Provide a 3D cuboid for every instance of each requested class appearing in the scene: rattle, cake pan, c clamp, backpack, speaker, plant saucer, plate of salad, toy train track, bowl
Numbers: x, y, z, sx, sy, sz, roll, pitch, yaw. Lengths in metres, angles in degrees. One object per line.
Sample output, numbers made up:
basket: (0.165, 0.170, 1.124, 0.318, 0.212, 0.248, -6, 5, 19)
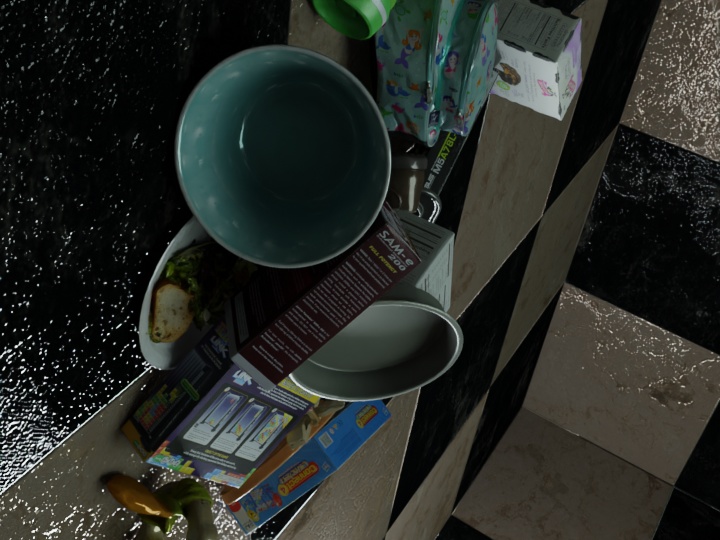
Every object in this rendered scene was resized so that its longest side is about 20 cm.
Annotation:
rattle: (-0.262, 0.328, 1.032, 0.200, 0.131, 0.142, -43, 157, 24)
cake pan: (0.013, 0.079, 0.997, 0.201, 0.197, 0.037, 87, -5, -53)
c clamp: (0.019, -0.075, 1.198, 0.201, 0.168, 0.027, 102, -11, -59)
backpack: (0.084, -0.267, 1.076, 0.201, 0.149, 0.179, 77, 29, -47)
speaker: (0.029, -0.341, 0.932, 0.202, 0.088, 0.089, -60, 160, -12)
plant saucer: (-0.115, 0.241, 1.237, 0.200, 0.032, 0.200, -41, 180, 0)
plate of salad: (-0.157, 0.018, 0.949, 0.200, 0.048, 0.201, -51, 156, -34)
toy train track: (-0.071, 0.162, 1.183, 0.114, 0.033, 0.200, -27, -163, 17)
bowl: (-0.064, -0.113, 0.855, 0.105, 0.198, 0.203, -65, 175, -71)

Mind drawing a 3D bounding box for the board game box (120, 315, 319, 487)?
board game box: (-0.147, 0.155, 1.024, 0.166, 0.057, 0.200, -48, 149, -1)

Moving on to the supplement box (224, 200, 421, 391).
supplement box: (-0.042, 0.013, 0.892, 0.200, 0.109, 0.061, -41, 118, 11)

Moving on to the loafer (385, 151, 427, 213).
loafer: (-0.015, -0.085, 0.983, 0.072, 0.198, 0.072, -3, 91, -46)

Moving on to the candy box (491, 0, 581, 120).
candy box: (0.198, -0.304, 1.229, 0.072, 0.198, 0.168, -60, 160, -8)

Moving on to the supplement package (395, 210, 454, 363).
supplement package: (0.000, 0.000, 1.096, 0.111, 0.198, 0.157, -52, 156, -28)

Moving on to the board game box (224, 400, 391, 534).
board game box: (-0.072, 0.274, 1.316, 0.195, 0.056, 0.200, -41, 174, 28)

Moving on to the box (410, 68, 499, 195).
box: (0.112, -0.185, 1.274, 0.202, 0.047, 0.193, -63, -171, -2)
